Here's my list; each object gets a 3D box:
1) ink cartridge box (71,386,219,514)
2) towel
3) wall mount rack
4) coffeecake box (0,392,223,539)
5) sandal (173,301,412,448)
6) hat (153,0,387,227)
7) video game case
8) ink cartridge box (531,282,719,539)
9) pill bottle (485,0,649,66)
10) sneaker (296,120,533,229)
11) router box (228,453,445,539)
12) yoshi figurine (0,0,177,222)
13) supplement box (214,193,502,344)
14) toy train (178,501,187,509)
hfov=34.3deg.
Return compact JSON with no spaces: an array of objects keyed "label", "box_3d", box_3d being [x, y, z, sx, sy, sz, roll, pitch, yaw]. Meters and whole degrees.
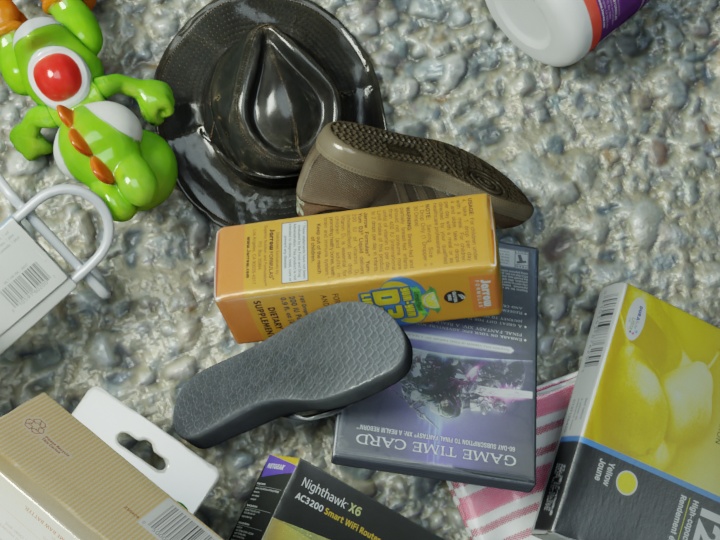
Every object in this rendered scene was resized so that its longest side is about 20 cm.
[{"label":"ink cartridge box","box_3d":[-0.197,0.193,0.808,0.116,0.067,0.200,35,78,-2]},{"label":"towel","box_3d":[0.154,0.189,0.885,0.146,0.030,0.201,-20,84,-11]},{"label":"wall mount rack","box_3d":[-0.274,-0.009,0.800,0.200,0.075,0.174,-41,112,-4]},{"label":"coffeecake box","box_3d":[-0.181,0.200,0.670,0.153,0.073,0.200,36,116,11]},{"label":"sandal","box_3d":[-0.045,0.076,0.818,0.043,0.200,0.076,40,42,-39]},{"label":"hat","box_3d":[-0.065,-0.128,0.877,0.200,0.081,0.202,1,80,-8]},{"label":"video game case","box_3d":[0.059,0.058,0.855,0.142,0.019,0.201,9,57,-4]},{"label":"ink cartridge box","box_3d":[0.247,0.139,0.880,0.199,0.047,0.198,23,72,-11]},{"label":"pill bottle","box_3d":[0.198,-0.261,0.927,0.200,0.112,0.113,-41,89,-13]},{"label":"sneaker","box_3d":[0.039,-0.056,0.883,0.199,0.071,0.076,14,121,-32]},{"label":"router box","box_3d":[-0.007,0.241,0.796,0.200,0.052,0.158,33,70,-23]},{"label":"yoshi figurine","box_3d":[-0.198,-0.117,0.858,0.112,0.112,0.201,-15,67,-40]},{"label":"supplement box","box_3d":[0.000,0.000,0.831,0.199,0.067,0.069,-9,54,7]},{"label":"toy train","box_3d":[-0.204,0.166,0.757,0.199,0.042,0.057,12,89,-7]}]
